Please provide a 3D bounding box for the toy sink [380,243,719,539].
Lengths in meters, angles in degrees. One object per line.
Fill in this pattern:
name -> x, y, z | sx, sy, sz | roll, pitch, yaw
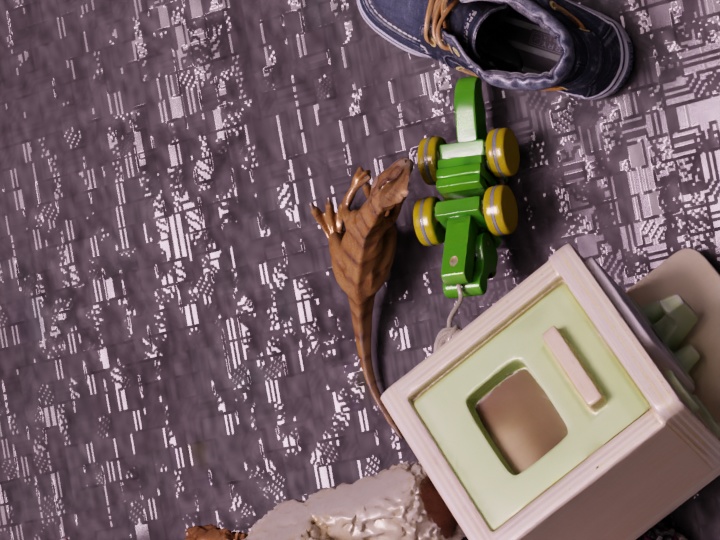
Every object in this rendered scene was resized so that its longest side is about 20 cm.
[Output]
toy sink -> 0.134, 0.073, 1.455 | 0.200, 0.112, 0.131 | -37, 58, 8

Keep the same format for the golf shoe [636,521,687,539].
golf shoe -> 0.149, 0.191, 1.528 | 0.199, 0.072, 0.093 | 33, 124, 34

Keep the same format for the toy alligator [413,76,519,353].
toy alligator -> 0.069, -0.022, 1.553 | 0.059, 0.054, 0.202 | -8, 64, 24

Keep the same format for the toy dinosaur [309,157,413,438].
toy dinosaur -> 0.000, 0.000, 1.608 | 0.107, 0.060, 0.201 | -96, 6, -48

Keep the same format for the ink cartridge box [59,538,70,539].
ink cartridge box -> -0.182, 0.303, 1.684 | 0.145, 0.083, 0.200 | -41, 79, -6

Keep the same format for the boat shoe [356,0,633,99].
boat shoe -> 0.066, -0.157, 1.550 | 0.199, 0.091, 0.071 | 20, 100, 30

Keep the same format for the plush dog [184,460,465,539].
plush dog -> -0.020, 0.231, 1.557 | 0.159, 0.200, 0.173 | 0, 127, 35
